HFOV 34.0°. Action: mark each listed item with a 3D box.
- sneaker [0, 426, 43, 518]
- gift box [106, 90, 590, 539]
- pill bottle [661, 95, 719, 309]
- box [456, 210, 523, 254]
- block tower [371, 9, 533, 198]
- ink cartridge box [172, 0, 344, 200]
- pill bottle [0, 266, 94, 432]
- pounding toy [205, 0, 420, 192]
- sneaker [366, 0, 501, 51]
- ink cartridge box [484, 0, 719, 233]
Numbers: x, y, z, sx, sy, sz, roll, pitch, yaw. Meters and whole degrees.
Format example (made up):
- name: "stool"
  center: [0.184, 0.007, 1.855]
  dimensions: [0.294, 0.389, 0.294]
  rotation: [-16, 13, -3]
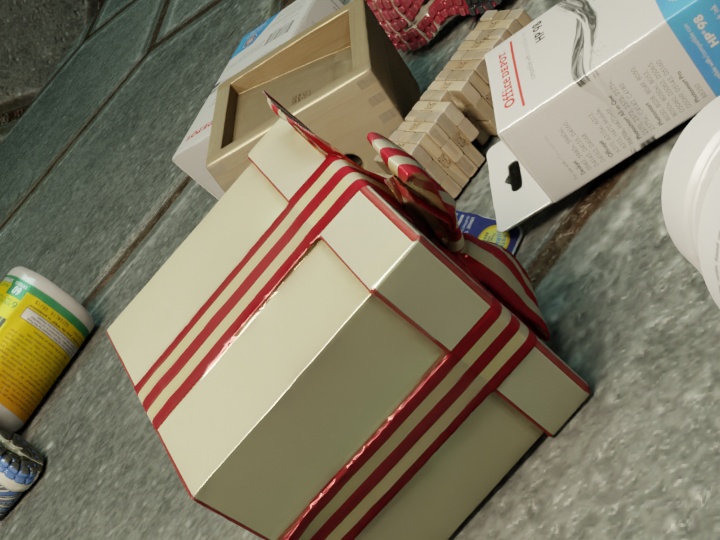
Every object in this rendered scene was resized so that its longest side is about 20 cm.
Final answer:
- name: "sneaker"
  center: [-0.409, 0.173, 1.165]
  dimensions: [0.199, 0.077, 0.086]
  rotation: [34, 98, 23]
- name: "gift box"
  center: [-0.014, 0.028, 0.642]
  dimensions: [0.187, 0.184, 0.200]
  rotation: [-47, 44, 4]
- name: "pill bottle"
  center: [0.201, -0.004, 0.451]
  dimensions: [0.113, 0.113, 0.200]
  rotation: [-45, 24, 7]
- name: "box"
  center: [0.000, 0.000, 0.799]
  dimensions: [0.199, 0.033, 0.122]
  rotation: [16, 61, 25]
- name: "block tower"
  center: [0.073, -0.112, 0.896]
  dimensions: [0.200, 0.058, 0.054]
  rotation: [-52, 25, -9]
- name: "ink cartridge box"
  center: [-0.094, -0.184, 1.243]
  dimensions: [0.146, 0.086, 0.201]
  rotation: [-21, 37, 46]
- name: "pill bottle"
  center: [-0.390, 0.106, 1.281]
  dimensions: [0.201, 0.113, 0.112]
  rotation: [-57, 26, -18]
- name: "pounding toy"
  center: [-0.043, -0.107, 1.022]
  dimensions: [0.199, 0.142, 0.185]
  rotation: [-29, 30, 16]
- name: "sneaker"
  center: [0.077, -0.263, 1.097]
  dimensions: [0.199, 0.081, 0.075]
  rotation: [-5, 33, 47]
- name: "ink cartridge box"
  center: [0.148, -0.124, 0.756]
  dimensions: [0.199, 0.067, 0.116]
  rotation: [-33, 29, 21]
